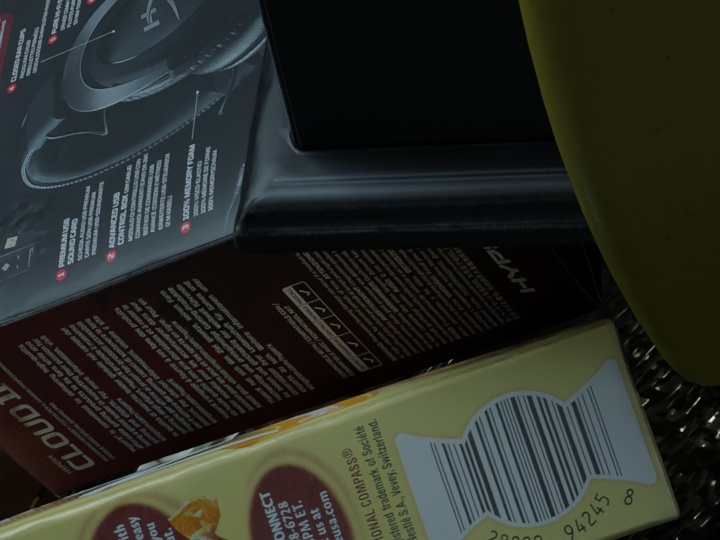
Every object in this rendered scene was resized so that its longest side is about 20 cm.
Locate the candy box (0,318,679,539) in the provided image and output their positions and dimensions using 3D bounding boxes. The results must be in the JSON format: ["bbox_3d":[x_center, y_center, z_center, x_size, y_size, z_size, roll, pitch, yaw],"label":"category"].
[{"bbox_3d":[-0.024,0.070,0.676,0.199,0.056,0.115,-19,-3,-1],"label":"candy box"}]

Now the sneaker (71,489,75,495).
[{"bbox_3d":[-0.154,0.090,1.013,0.200,0.083,0.077,-89,7,-66],"label":"sneaker"}]

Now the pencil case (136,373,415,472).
[{"bbox_3d":[0.000,0.000,0.847,0.200,0.078,0.089,-51,-17,28],"label":"pencil case"}]

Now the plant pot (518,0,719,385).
[{"bbox_3d":[0.122,-0.101,0.492,0.199,0.176,0.201,-5,72,27],"label":"plant pot"}]

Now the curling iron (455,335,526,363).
[{"bbox_3d":[0.083,-0.043,0.889,0.049,0.026,0.201,15,68,34],"label":"curling iron"}]

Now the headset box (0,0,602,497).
[{"bbox_3d":[-0.036,-0.035,0.735,0.199,0.077,0.149,-21,44,25],"label":"headset box"}]

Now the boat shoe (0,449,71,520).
[{"bbox_3d":[-0.133,0.059,0.904,0.200,0.072,0.068,-55,-23,-1],"label":"boat shoe"}]

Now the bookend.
[{"bbox_3d":[0.009,-0.143,0.592,0.092,0.199,0.201,-2,51,10],"label":"bookend"}]
